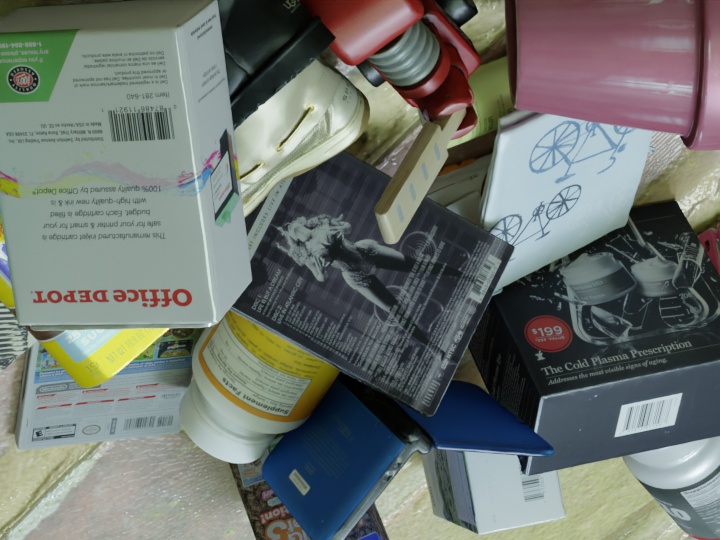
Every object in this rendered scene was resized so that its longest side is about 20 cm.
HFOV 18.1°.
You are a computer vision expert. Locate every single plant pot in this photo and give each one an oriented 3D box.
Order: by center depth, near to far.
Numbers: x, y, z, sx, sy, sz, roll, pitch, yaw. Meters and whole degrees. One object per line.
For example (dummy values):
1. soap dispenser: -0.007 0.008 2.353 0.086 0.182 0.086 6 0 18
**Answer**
1. plant pot: 0.196 -0.183 1.629 0.178 0.201 0.201 -3 138 0

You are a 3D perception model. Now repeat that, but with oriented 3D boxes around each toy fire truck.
1. toy fire truck: 0.018 -0.141 1.567 0.128 0.201 0.176 -34 139 12

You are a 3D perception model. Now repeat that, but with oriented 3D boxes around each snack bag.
1. snack bag: 0.163 -0.074 1.793 0.188 0.021 0.201 -27 146 -29

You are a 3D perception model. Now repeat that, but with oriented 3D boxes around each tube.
1. tube: 0.141 -0.150 1.738 0.199 0.058 0.052 -21 99 -13

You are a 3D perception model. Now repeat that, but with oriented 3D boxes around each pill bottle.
1. pill bottle: -0.068 0.059 1.813 0.110 0.111 0.200 9 130 -33
2. pill bottle: 0.310 0.168 2.114 0.114 0.114 0.200 -32 139 10

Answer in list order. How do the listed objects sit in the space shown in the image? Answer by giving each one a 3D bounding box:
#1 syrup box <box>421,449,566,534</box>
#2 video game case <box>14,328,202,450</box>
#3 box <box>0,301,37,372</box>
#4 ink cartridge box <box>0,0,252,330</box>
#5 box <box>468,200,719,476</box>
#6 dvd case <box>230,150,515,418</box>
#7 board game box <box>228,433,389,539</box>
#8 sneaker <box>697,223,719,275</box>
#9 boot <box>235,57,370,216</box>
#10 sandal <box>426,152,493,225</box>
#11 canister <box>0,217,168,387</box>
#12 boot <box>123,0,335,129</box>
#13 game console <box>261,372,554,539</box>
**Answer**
1. syrup box: 0.111 0.177 1.969 0.081 0.079 0.200 -10 180 -9
2. video game case: -0.201 0.068 1.833 0.142 0.018 0.201 -5 137 -21
3. box: -0.310 0.045 1.717 0.200 0.069 0.082 -41 137 19
4. ink cartridge box: -0.159 -0.069 1.477 0.144 0.084 0.201 -1 109 16
5. box: 0.202 0.054 1.883 0.199 0.183 0.105 -11 137 -16
6. dvd case: 0.000 0.000 1.717 0.199 0.016 0.149 29 79 -9
7. board game box: -0.034 0.220 1.938 0.096 0.201 0.160 -24 140 0
8. sneaker: 0.376 -0.024 1.970 0.199 0.074 0.087 -29 144 10
9. boot: -0.110 -0.110 1.640 0.199 0.073 0.155 -30 138 12
10. sandal: 0.104 -0.053 1.815 0.206 0.059 0.079 -27 140 5
11. canister: -0.210 -0.032 1.601 0.148 0.087 0.200 -41 117 -2
12. boot: -0.127 -0.164 1.517 0.198 0.073 0.163 -39 96 29
13. game console: 0.033 0.152 1.799 0.118 0.200 0.171 38 90 -20
